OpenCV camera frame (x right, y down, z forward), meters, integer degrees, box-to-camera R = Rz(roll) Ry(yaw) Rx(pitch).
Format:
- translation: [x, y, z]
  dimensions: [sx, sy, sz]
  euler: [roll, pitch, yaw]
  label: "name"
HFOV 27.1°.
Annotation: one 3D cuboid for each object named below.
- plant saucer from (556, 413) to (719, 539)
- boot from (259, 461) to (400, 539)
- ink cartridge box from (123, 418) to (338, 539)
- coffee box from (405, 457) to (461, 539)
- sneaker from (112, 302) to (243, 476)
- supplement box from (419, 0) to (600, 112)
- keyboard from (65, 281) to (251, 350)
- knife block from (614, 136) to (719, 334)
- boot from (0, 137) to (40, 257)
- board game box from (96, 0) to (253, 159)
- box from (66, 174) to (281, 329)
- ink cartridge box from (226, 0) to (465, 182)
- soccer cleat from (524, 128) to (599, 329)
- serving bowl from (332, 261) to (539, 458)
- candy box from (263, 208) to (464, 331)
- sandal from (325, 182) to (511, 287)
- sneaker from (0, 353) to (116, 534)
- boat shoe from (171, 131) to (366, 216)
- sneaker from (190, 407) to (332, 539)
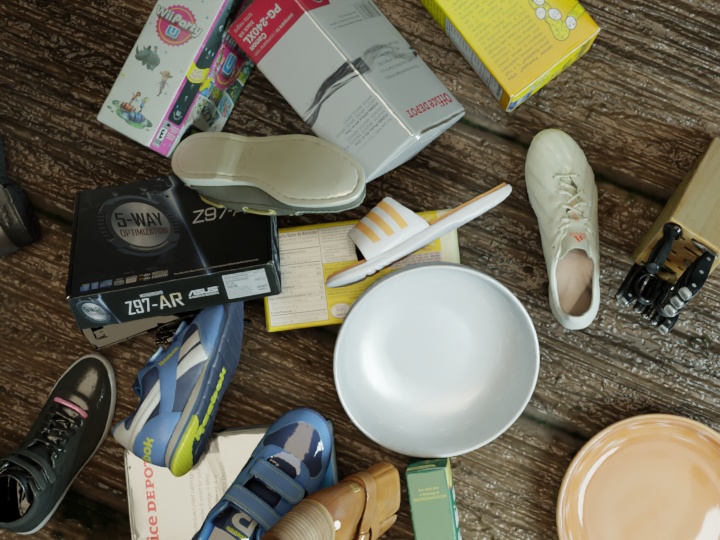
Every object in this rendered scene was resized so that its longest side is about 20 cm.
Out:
- translation: [0.292, 0.240, 1.470]
  dimensions: [0.200, 0.037, 0.201]
  euler: [0, 89, 3]
  label: "plant saucer"
- translation: [-0.042, 0.266, 1.379]
  dimensions: [0.077, 0.155, 0.200]
  euler: [36, 132, 26]
  label: "boot"
- translation: [-0.121, 0.228, 1.469]
  dimensions: [0.199, 0.084, 0.145]
  euler: [-5, 89, 2]
  label: "ink cartridge box"
- translation: [0.079, 0.283, 1.439]
  dimensions: [0.044, 0.123, 0.201]
  euler: [-9, 87, 4]
  label: "coffee box"
- translation: [-0.169, 0.094, 1.424]
  dimensions: [0.082, 0.074, 0.200]
  euler: [13, 60, 15]
  label: "sneaker"
- translation: [0.127, -0.270, 1.457]
  dimensions: [0.109, 0.109, 0.200]
  euler: [-38, 87, 2]
  label: "supplement box"
- translation: [-0.188, 0.026, 1.502]
  dimensions: [0.200, 0.040, 0.104]
  euler: [-19, 91, -9]
  label: "keyboard"
- translation: [0.316, -0.036, 1.407]
  dimensions: [0.064, 0.176, 0.200]
  euler: [35, 90, 3]
  label: "knife block"
- translation: [-0.421, -0.089, 1.506]
  dimensions: [0.131, 0.070, 0.200]
  euler: [-24, 83, 7]
  label: "boot"
- translation: [-0.160, -0.207, 1.449]
  dimensions: [0.064, 0.148, 0.200]
  euler: [26, 90, 14]
  label: "board game box"
- translation: [-0.179, -0.028, 1.451]
  dimensions: [0.199, 0.160, 0.044]
  euler: [-9, 132, 3]
  label: "box"
- translation: [-0.010, -0.191, 1.436]
  dimensions: [0.083, 0.145, 0.200]
  euler: [-42, 86, 28]
  label: "ink cartridge box"
- translation: [0.204, -0.042, 1.462]
  dimensions: [0.069, 0.078, 0.201]
  euler: [-8, 88, 3]
  label: "soccer cleat"
- translation: [0.070, 0.080, 1.459]
  dimensions: [0.200, 0.066, 0.201]
  euler: [-2, 108, -5]
  label: "serving bowl"
- translation: [0.000, 0.000, 1.491]
  dimensions: [0.199, 0.026, 0.102]
  euler: [-6, 87, -2]
  label: "candy box"
- translation: [0.047, -0.049, 1.448]
  dimensions: [0.206, 0.079, 0.059]
  euler: [-29, 88, -12]
  label: "sandal"
- translation: [-0.306, 0.175, 1.474]
  dimensions: [0.071, 0.099, 0.200]
  euler: [28, 89, 5]
  label: "sneaker"
- translation: [-0.080, -0.086, 1.408]
  dimensions: [0.201, 0.060, 0.072]
  euler: [10, 65, 25]
  label: "boat shoe"
- translation: [-0.093, 0.218, 1.385]
  dimensions: [0.074, 0.082, 0.200]
  euler: [34, 88, 4]
  label: "sneaker"
